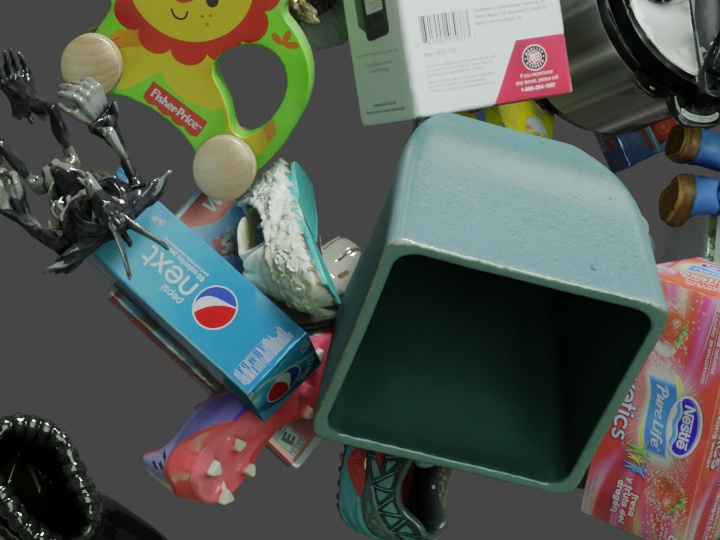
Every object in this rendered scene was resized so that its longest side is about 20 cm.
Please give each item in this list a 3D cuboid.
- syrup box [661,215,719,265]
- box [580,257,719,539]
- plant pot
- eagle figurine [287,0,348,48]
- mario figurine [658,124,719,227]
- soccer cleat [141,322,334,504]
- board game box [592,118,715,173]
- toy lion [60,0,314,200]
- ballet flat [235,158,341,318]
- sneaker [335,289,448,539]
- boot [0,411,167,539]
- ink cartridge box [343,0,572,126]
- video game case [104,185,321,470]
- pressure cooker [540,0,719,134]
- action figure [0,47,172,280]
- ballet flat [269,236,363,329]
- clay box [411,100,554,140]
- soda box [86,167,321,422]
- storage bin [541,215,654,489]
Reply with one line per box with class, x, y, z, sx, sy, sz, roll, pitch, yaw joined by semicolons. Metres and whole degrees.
syrup box;0.293;0.037;1.829;0.078;0.081;0.201;11;79;-20
box;0.251;0.101;1.704;0.102;0.094;0.201;-9;115;-53
plant pot;0.088;0.004;1.572;0.195;0.196;0.201;14;42;-9
eagle figurine;-0.039;-0.278;1.709;0.151;0.151;0.201;22;73;-19
mario figurine;0.336;-0.055;1.792;0.199;0.106;0.124;12;112;-9
soccer cleat;-0.079;0.098;1.671;0.200;0.076;0.067;-46;137;-34
board game box;0.229;-0.199;1.864;0.135;0.034;0.201;-24;91;-23
toy lion;-0.115;-0.182;1.654;0.200;0.069;0.192;38;105;-4
ballet flat;-0.056;-0.013;1.636;0.071;0.200;0.072;-3;117;-6
sneaker;0.038;0.112;1.680;0.079;0.095;0.201;-21;118;-43
boot;-0.196;0.182;1.576;0.211;0.158;0.080;35;71;-13
ink cartridge box;0.065;-0.218;1.652;0.145;0.083;0.201;-11;95;-31
video game case;-0.079;0.035;1.720;0.200;0.017;0.143;44;70;-10
pressure cooker;0.232;-0.203;1.732;0.176;0.200;0.179;47;63;-12
action figure;-0.219;-0.075;1.590;0.119;0.200;0.102;-44;143;-10
ballet flat;0.000;0.000;1.706;0.199;0.067;0.064;-6;122;-34
clay box;0.096;-0.104;1.754;0.115;0.047;0.201;33;49;-32
soda box;-0.123;0.018;1.626;0.200;0.068;0.064;41;80;21
storage bin;0.158;0.066;1.756;0.200;0.145;0.134;-52;129;-20
